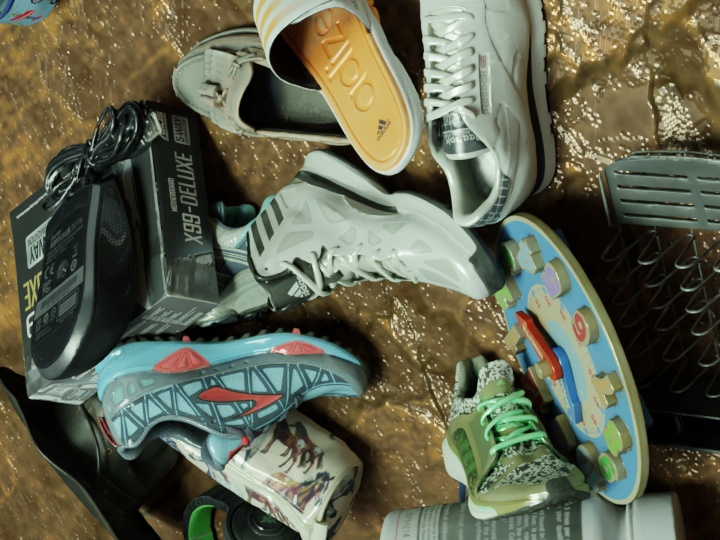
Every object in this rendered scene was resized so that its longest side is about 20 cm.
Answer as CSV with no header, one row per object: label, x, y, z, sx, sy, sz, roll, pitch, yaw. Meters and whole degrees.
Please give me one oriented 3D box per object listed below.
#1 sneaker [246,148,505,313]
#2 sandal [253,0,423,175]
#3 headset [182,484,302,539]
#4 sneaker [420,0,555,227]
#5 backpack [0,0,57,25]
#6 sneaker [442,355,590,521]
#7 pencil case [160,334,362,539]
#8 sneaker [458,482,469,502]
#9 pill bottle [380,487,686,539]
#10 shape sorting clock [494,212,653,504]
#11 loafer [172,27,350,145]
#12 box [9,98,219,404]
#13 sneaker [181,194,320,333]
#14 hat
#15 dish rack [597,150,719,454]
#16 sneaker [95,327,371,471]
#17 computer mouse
sneaker,0.000,0.000,1.623,0.200,0.115,0.076,27,157,43
sandal,-0.024,-0.148,1.576,0.079,0.059,0.207,-54,48,27
headset,-0.077,0.241,1.863,0.199,0.094,0.124,14,123,46
sneaker,0.072,-0.128,1.547,0.076,0.080,0.201,-1,111,41
backpack,-0.293,-0.262,1.730,0.182,0.134,0.201,38,135,17
sneaker,0.093,0.108,1.613,0.200,0.076,0.089,-146,43,-71
pencil case,-0.089,0.130,1.806,0.199,0.089,0.078,32,135,14
sneaker,0.108,0.230,1.713,0.075,0.088,0.201,-9,107,43
pill bottle,0.120,0.207,1.625,0.199,0.114,0.114,-8,112,11
shape sorting clock,0.133,0.059,1.565,0.200,0.039,0.201,157,90,-80
loafer,-0.058,-0.123,1.665,0.199,0.063,0.072,10,120,35
box,-0.185,-0.010,1.787,0.200,0.050,0.159,-33,56,45
sneaker,-0.098,-0.005,1.772,0.199,0.077,0.087,-17,82,43
hat,-0.197,0.132,1.900,0.081,0.201,0.201,-39,90,0
dish rack,0.220,0.020,1.519,0.153,0.055,0.201,5,123,36
sneaker,-0.090,0.100,1.744,0.079,0.199,0.096,93,173,-69
computer mouse,-0.185,-0.011,1.709,0.053,0.201,0.138,22,149,-29
